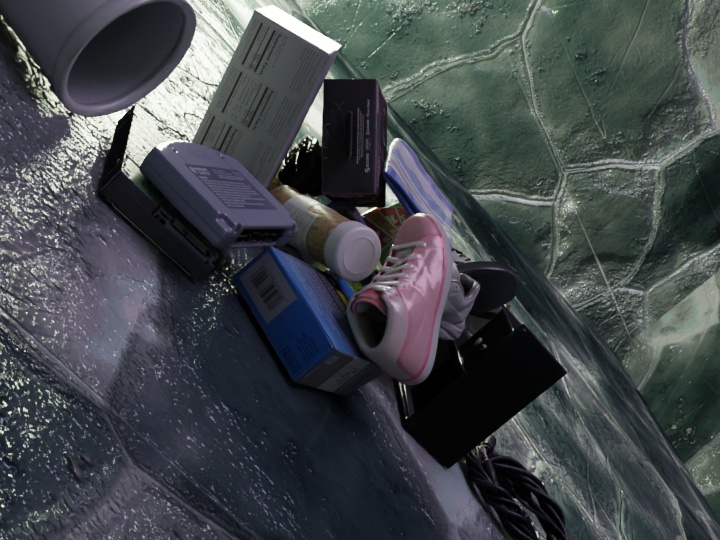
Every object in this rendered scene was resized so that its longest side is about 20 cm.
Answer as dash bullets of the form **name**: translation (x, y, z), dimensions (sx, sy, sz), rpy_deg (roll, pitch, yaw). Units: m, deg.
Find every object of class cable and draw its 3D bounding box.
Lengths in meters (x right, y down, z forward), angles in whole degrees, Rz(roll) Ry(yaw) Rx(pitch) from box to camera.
- **cable**: translation (0.216, 0.312, 1.441), dimensions (0.201, 0.051, 0.163), rpy_deg (54, 14, 10)

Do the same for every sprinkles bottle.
- **sprinkles bottle**: translation (-0.054, -0.049, 1.337), dimensions (0.068, 0.069, 0.199), rpy_deg (39, -5, -38)

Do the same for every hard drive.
- **hard drive**: translation (-0.207, -0.086, 1.141), dimensions (0.140, 0.038, 0.201), rpy_deg (44, 14, -25)

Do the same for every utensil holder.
- **utensil holder**: translation (-0.297, -0.292, 1.131), dimensions (0.201, 0.170, 0.170), rpy_deg (50, 13, 13)

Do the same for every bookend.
- **bookend**: translation (0.146, 0.119, 1.409), dimensions (0.092, 0.199, 0.199), rpy_deg (44, 15, -20)

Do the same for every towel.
- **towel**: translation (0.083, -0.107, 1.505), dimensions (0.148, 0.024, 0.200), rpy_deg (53, 16, -12)

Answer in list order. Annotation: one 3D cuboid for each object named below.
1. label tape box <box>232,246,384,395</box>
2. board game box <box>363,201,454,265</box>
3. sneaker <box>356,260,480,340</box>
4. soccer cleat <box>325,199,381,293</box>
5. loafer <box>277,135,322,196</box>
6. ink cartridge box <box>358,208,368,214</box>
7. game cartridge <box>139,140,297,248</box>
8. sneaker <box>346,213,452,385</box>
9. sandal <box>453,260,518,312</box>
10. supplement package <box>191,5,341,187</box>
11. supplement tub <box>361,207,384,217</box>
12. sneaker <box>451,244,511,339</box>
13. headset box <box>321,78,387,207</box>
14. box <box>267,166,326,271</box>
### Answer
- **label tape box**: translation (-0.043, 0.065, 1.219), dimensions (0.145, 0.063, 0.199), rpy_deg (56, 12, 24)
- **board game box**: translation (0.075, -0.009, 1.487), dimensions (0.201, 0.094, 0.030), rpy_deg (55, -24, 29)
- **sneaker**: translation (0.073, 0.024, 1.314), dimensions (0.198, 0.100, 0.078), rpy_deg (5, 33, -50)
- **soccer cleat**: translation (0.001, -0.001, 1.439), dimensions (0.084, 0.064, 0.203), rpy_deg (-109, 179, -75)
- **loafer**: translation (-0.065, -0.140, 1.503), dimensions (0.071, 0.073, 0.200), rpy_deg (46, 12, -12)
- **ink cartridge box**: translation (0.002, -0.059, 1.765), dimensions (0.200, 0.057, 0.162), rpy_deg (47, 11, 25)
- **game cartridge**: translation (-0.148, -0.080, 1.127), dimensions (0.134, 0.040, 0.200), rpy_deg (48, 14, 11)
- **sneaker**: translation (0.042, 0.016, 1.195), dimensions (0.104, 0.074, 0.204), rpy_deg (29, 61, -44)
- **sandal**: translation (0.115, 0.013, 1.406), dimensions (0.196, 0.077, 0.043), rpy_deg (1, 41, -16)
- **supplement package**: translation (-0.121, -0.222, 1.389), dimensions (0.110, 0.202, 0.156), rpy_deg (28, 16, -4)
- **supplement tub**: translation (0.051, 0.012, 1.582), dimensions (0.201, 0.107, 0.107), rpy_deg (51, 13, 6)
- **sneaker**: translation (0.148, 0.006, 1.536), dimensions (0.073, 0.080, 0.202), rpy_deg (4, 50, -52)
- **headset box**: translation (-0.007, -0.168, 1.448), dimensions (0.200, 0.073, 0.152), rpy_deg (27, 64, -84)
- **box**: translation (-0.097, -0.087, 1.501), dimensions (0.202, 0.041, 0.039), rpy_deg (58, 15, 25)
